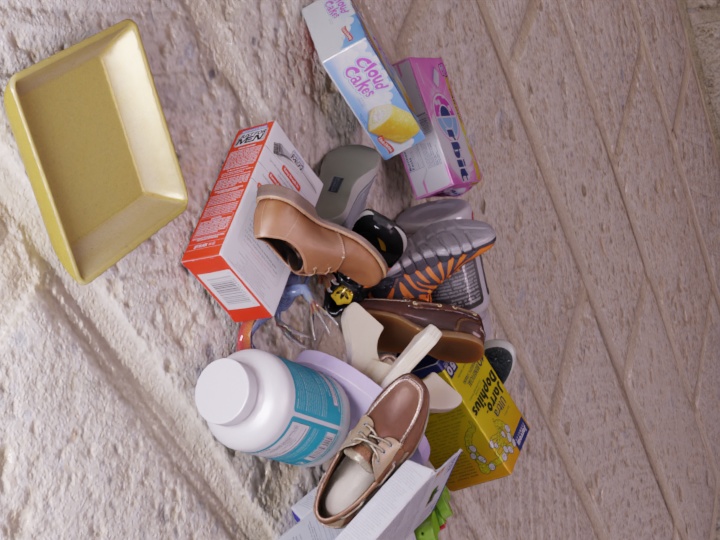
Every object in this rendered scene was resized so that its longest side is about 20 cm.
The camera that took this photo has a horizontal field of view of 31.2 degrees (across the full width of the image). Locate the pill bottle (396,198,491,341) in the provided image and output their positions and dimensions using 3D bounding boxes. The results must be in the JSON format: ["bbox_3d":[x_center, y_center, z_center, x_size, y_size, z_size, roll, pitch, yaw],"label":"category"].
[{"bbox_3d":[0.125,0.008,1.872,0.114,0.112,0.203,-41,123,-56],"label":"pill bottle"}]

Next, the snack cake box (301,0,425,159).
[{"bbox_3d":[0.006,-0.254,1.680,0.200,0.067,0.116,52,15,-47],"label":"snack cake box"}]

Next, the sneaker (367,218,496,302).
[{"bbox_3d":[0.098,0.005,1.779,0.078,0.197,0.113,-115,-172,-57],"label":"sneaker"}]

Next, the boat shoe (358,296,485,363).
[{"bbox_3d":[0.071,0.071,1.722,0.071,0.197,0.071,117,-18,-45],"label":"boat shoe"}]

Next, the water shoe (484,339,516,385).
[{"bbox_3d":[0.167,0.157,1.906,0.201,0.071,0.079,-57,-175,37],"label":"water shoe"}]

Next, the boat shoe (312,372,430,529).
[{"bbox_3d":[0.013,0.207,1.456,0.202,0.075,0.072,-59,167,1],"label":"boat shoe"}]

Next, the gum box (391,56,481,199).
[{"bbox_3d":[0.100,-0.200,1.851,0.113,0.065,0.203,-15,86,-61],"label":"gum box"}]

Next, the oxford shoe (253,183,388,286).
[{"bbox_3d":[-0.049,-0.020,1.447,0.199,0.071,0.072,30,62,-36],"label":"oxford shoe"}]

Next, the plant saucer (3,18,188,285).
[{"bbox_3d":[-0.257,-0.115,1.230,0.200,0.048,0.203,-46,126,-55],"label":"plant saucer"}]

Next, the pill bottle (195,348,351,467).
[{"bbox_3d":[-0.100,0.151,1.431,0.200,0.109,0.113,30,61,-58],"label":"pill bottle"}]

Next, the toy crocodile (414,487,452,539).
[{"bbox_3d":[0.094,0.332,1.772,0.062,0.067,0.200,63,4,-3],"label":"toy crocodile"}]

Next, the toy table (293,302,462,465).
[{"bbox_3d":[0.025,0.137,1.578,0.200,0.183,0.117,47,57,-14],"label":"toy table"}]

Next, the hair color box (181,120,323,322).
[{"bbox_3d":[-0.119,-0.056,1.461,0.111,0.063,0.202,52,44,-37],"label":"hair color box"}]

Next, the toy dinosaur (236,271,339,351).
[{"bbox_3d":[-0.100,0.029,1.520,0.180,0.200,0.106,-27,153,-38],"label":"toy dinosaur"}]

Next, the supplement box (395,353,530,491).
[{"bbox_3d":[0.135,0.192,1.819,0.201,0.109,0.109,56,37,-17],"label":"supplement box"}]

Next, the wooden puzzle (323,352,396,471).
[{"bbox_3d":[0.012,0.239,1.709,0.200,0.046,0.187,-52,131,-46],"label":"wooden puzzle"}]

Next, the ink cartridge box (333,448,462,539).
[{"bbox_3d":[0.026,0.302,1.514,0.200,0.040,0.201,-41,162,-29],"label":"ink cartridge box"}]

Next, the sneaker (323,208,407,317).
[{"bbox_3d":[0.000,0.000,1.594,0.091,0.069,0.200,-61,-179,-24],"label":"sneaker"}]

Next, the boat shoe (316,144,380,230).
[{"bbox_3d":[-0.027,-0.092,1.660,0.202,0.069,0.072,-62,163,-52],"label":"boat shoe"}]

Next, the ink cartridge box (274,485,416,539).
[{"bbox_3d":[-0.018,0.353,1.611,0.199,0.043,0.199,-32,117,-32],"label":"ink cartridge box"}]
